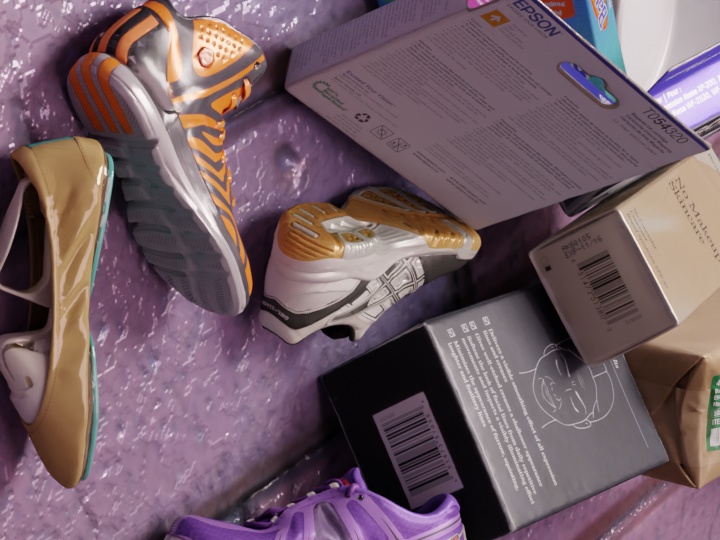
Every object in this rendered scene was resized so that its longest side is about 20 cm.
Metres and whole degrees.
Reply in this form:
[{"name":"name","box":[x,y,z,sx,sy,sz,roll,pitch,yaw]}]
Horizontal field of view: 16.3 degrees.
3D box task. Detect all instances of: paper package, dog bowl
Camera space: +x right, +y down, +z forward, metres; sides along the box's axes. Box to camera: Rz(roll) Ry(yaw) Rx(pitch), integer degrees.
[{"name":"paper package","box":[0.228,0.068,1.858,0.199,0.190,0.104,-19,113,-48]},{"name":"dog bowl","box":[0.211,-0.190,1.861,0.199,0.078,0.202,-17,112,-50]}]

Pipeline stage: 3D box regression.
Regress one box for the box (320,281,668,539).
[{"name":"box","box":[0.094,0.101,1.710,0.199,0.107,0.149,-15,80,-50]}]

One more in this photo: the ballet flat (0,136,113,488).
[{"name":"ballet flat","box":[-0.181,0.024,1.423,0.063,0.069,0.202,2,96,-25]}]

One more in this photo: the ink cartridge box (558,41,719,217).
[{"name":"ink cartridge box","box":[0.245,-0.123,1.713,0.197,0.200,0.044,-29,84,-26]}]

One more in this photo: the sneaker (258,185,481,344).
[{"name":"sneaker","box":[0.000,0.000,1.651,0.199,0.075,0.088,-7,123,-51]}]

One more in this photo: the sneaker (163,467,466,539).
[{"name":"sneaker","box":[-0.029,0.166,1.591,0.198,0.081,0.084,4,85,-20]}]

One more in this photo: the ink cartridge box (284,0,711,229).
[{"name":"ink cartridge box","box":[0.088,-0.110,1.588,0.196,0.199,0.044,35,49,-37]}]

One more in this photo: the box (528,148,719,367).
[{"name":"box","box":[0.202,-0.014,1.754,0.095,0.077,0.200,61,30,-3]}]

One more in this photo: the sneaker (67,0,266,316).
[{"name":"sneaker","box":[-0.090,-0.074,1.491,0.112,0.077,0.201,-49,134,-33]}]

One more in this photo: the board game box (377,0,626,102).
[{"name":"board game box","box":[0.083,-0.191,1.625,0.045,0.151,0.201,-56,139,-47]}]
